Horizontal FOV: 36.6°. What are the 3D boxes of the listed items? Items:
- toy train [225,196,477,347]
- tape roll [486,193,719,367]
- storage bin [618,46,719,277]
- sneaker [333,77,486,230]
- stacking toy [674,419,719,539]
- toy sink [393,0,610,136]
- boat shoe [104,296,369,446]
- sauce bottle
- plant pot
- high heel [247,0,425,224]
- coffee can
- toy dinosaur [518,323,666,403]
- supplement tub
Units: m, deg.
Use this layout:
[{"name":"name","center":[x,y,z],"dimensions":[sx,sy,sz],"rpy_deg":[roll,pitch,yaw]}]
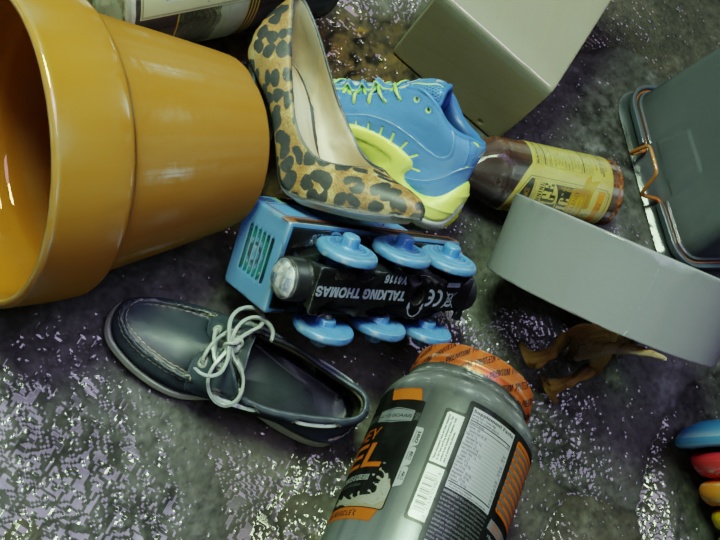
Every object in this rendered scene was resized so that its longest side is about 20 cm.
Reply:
[{"name":"toy train","center":[0.000,0.000,0.818],"dimensions":[0.198,0.088,0.114],"rpy_deg":[3,23,-43]},{"name":"tape roll","center":[0.203,0.006,0.874],"dimensions":[0.197,0.200,0.067],"rpy_deg":[21,96,-18]},{"name":"storage bin","center":[0.344,-0.114,1.037],"dimensions":[0.143,0.134,0.204],"rpy_deg":[0,68,-27]},{"name":"sneaker","center":[0.019,-0.130,0.877],"dimensions":[0.199,0.106,0.076],"rpy_deg":[39,22,3]},{"name":"stacking toy","center":[0.342,0.226,0.921],"dimensions":[0.115,0.109,0.204],"rpy_deg":[2,79,-39]},{"name":"toy sink","center":[0.143,-0.246,1.004],"dimensions":[0.130,0.112,0.201],"rpy_deg":[38,62,-7]},{"name":"boat shoe","center":[-0.086,0.069,0.780],"dimensions":[0.198,0.062,0.076],"rpy_deg":[30,60,-12]},{"name":"sauce bottle","center":[0.138,-0.082,0.961],"dimensions":[0.196,0.066,0.067],"rpy_deg":[7,66,-22]},{"name":"plant pot","center":[-0.167,-0.086,0.735],"dimensions":[0.181,0.199,0.203],"rpy_deg":[-7,71,-41]},{"name":"high heel","center":[-0.017,-0.119,0.797],"dimensions":[0.071,0.198,0.145],"rpy_deg":[5,105,-52]},{"name":"coffee can","center":[-0.127,-0.254,0.847],"dimensions":[0.198,0.146,0.148],"rpy_deg":[-20,78,-32]},{"name":"toy dinosaur","center":[0.187,0.061,0.885],"dimensions":[0.061,0.105,0.200],"rpy_deg":[60,14,5]},{"name":"supplement tub","center":[0.050,0.161,0.774],"dimensions":[0.122,0.122,0.202],"rpy_deg":[33,57,-10]}]
